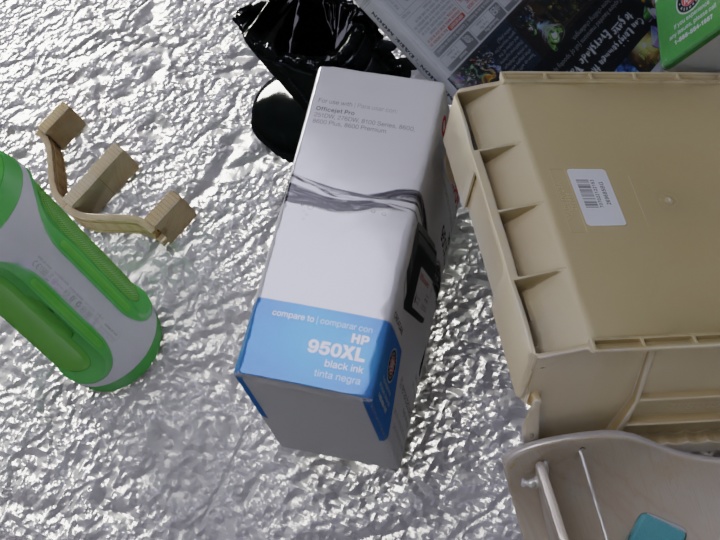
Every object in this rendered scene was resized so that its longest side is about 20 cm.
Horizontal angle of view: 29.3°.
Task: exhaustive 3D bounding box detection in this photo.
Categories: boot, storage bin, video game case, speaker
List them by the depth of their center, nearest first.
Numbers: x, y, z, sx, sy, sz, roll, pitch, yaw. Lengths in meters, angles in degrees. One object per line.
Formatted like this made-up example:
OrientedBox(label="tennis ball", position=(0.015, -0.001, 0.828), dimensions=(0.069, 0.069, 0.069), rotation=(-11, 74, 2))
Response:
OrientedBox(label="storage bin", position=(0.157, -0.008, 0.761), dimensions=(0.196, 0.094, 0.201), rotation=(-2, 51, -13))
OrientedBox(label="video game case", position=(0.116, -0.173, 0.898), dimensions=(0.200, 0.182, 0.023), rotation=(-47, 6, -27))
OrientedBox(label="speaker", position=(-0.215, 0.003, 0.936), dimensions=(0.088, 0.200, 0.089), rotation=(-14, 52, 18))
OrientedBox(label="boot", position=(-0.033, -0.131, 0.959), dimensions=(0.197, 0.162, 0.074), rotation=(21, 77, 37))

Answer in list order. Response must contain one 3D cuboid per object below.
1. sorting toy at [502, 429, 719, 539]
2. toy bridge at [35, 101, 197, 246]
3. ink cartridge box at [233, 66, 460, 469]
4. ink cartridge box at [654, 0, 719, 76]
OrientedBox(label="sorting toy", position=(0.184, 0.173, 0.680), dimensions=(0.178, 0.107, 0.202), rotation=(-16, 59, 4))
OrientedBox(label="toy bridge", position=(-0.207, -0.068, 1.098), dimensions=(0.067, 0.027, 0.200), rotation=(-47, 49, -6))
OrientedBox(label="ink cartridge box", position=(0.000, 0.000, 0.838), dimensions=(0.083, 0.145, 0.202), rotation=(9, 69, 12))
OrientedBox(label="ink cartridge box", position=(0.244, -0.226, 0.812), dimensions=(0.146, 0.082, 0.202), rotation=(-36, 47, 53))
